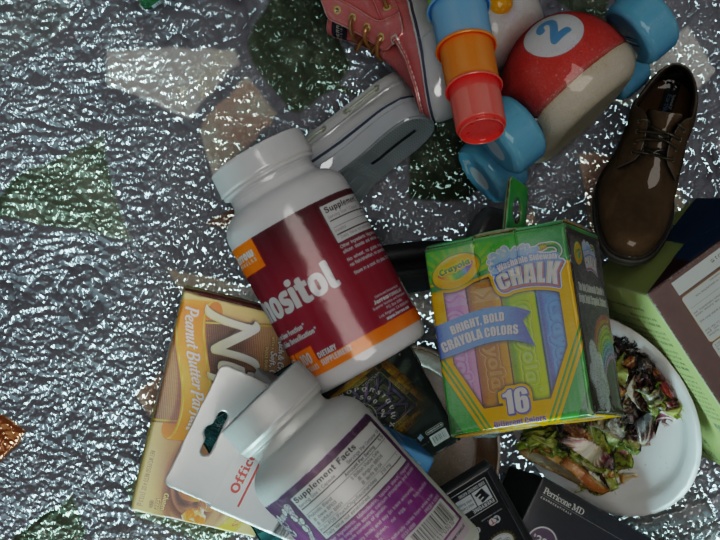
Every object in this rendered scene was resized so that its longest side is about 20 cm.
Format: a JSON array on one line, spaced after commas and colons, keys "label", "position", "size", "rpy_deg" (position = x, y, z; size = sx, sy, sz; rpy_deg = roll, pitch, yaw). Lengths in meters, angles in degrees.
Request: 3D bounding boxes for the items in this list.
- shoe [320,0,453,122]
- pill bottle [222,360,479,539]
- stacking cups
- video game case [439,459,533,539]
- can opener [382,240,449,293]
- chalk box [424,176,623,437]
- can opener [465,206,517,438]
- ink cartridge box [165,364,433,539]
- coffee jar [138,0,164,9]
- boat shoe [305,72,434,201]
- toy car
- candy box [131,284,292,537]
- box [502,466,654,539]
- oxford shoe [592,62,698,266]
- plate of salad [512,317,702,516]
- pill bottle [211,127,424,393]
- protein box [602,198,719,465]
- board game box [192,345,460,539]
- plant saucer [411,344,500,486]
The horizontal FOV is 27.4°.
[{"label": "shoe", "position": [0.018, -0.203, 1.266], "size": [0.090, 0.072, 0.201], "rpy_deg": [-14, 61, 2]}, {"label": "pill bottle", "position": [-0.011, 0.170, 1.148], "size": [0.112, 0.112, 0.200], "rpy_deg": [-43, 89, 0]}, {"label": "stacking cups", "position": [0.086, -0.196, 1.189], "size": [0.060, 0.061, 0.201], "rpy_deg": [-9, 64, -3]}, {"label": "video game case", "position": [0.064, 0.286, 1.228], "size": [0.199, 0.025, 0.182], "rpy_deg": [-30, 98, -6]}, {"label": "can opener", "position": [0.000, 0.000, 1.311], "size": [0.198, 0.079, 0.064], "rpy_deg": [2, 53, -10]}, {"label": "chalk box", "position": [0.131, 0.028, 1.207], "size": [0.123, 0.124, 0.202], "rpy_deg": [-11, 81, 20]}, {"label": "can opener", "position": [0.112, 0.047, 1.311], "size": [0.066, 0.053, 0.202], "rpy_deg": [10, 82, -15]}, {"label": "ink cartridge box", "position": [-0.055, 0.161, 1.239], "size": [0.199, 0.068, 0.117], "rpy_deg": [27, 92, -15]}, {"label": "coffee jar", "position": [-0.134, -0.320, 1.270], "size": [0.199, 0.085, 0.105], "rpy_deg": [-35, 96, -1]}, {"label": "boat shoe", "position": [-0.024, -0.096, 1.308], "size": [0.199, 0.074, 0.067], "rpy_deg": [-34, 55, 12]}, {"label": "toy car", "position": [0.130, -0.200, 1.265], "size": [0.184, 0.177, 0.200], "rpy_deg": [-39, 83, -11]}, {"label": "candy box", "position": [-0.126, 0.124, 1.316], "size": [0.115, 0.055, 0.202], "rpy_deg": [14, 93, -9]}, {"label": "box", "position": [0.196, 0.285, 1.315], "size": [0.199, 0.079, 0.142], "rpy_deg": [30, 79, -15]}, {"label": "oxford shoe", "position": [0.245, -0.097, 1.270], "size": [0.072, 0.085, 0.201], "rpy_deg": [13, 61, 8]}, {"label": "plate of salad", "position": [0.202, 0.131, 1.288], "size": [0.048, 0.199, 0.201], "rpy_deg": [-32, 97, -44]}, {"label": "pill bottle", "position": [-0.040, -0.009, 1.217], "size": [0.112, 0.113, 0.201], "rpy_deg": [-29, 88, -1]}, {"label": "protein box", "position": [0.323, 0.057, 1.271], "size": [0.135, 0.199, 0.201], "rpy_deg": [-35, 96, -3]}, {"label": "board game box", "position": [-0.029, 0.140, 1.293], "size": [0.199, 0.028, 0.136], "rpy_deg": [-30, 101, -7]}, {"label": "plant saucer", "position": [0.027, 0.164, 1.342], "size": [0.198, 0.034, 0.202], "rpy_deg": [0, 93, -5]}]
